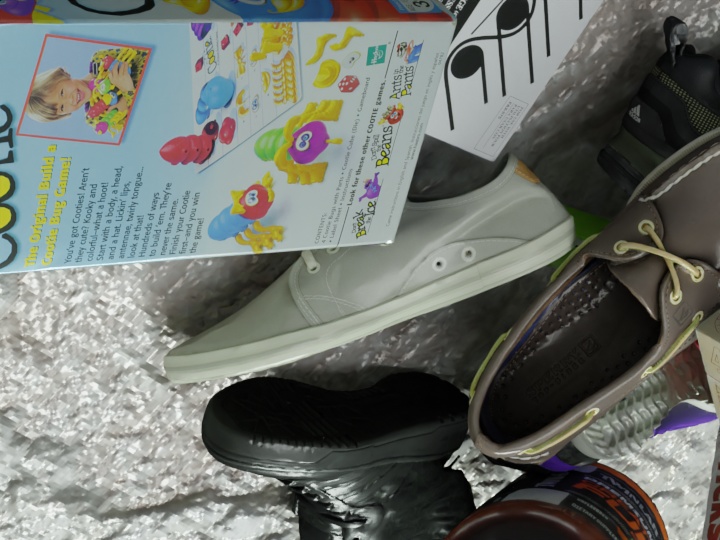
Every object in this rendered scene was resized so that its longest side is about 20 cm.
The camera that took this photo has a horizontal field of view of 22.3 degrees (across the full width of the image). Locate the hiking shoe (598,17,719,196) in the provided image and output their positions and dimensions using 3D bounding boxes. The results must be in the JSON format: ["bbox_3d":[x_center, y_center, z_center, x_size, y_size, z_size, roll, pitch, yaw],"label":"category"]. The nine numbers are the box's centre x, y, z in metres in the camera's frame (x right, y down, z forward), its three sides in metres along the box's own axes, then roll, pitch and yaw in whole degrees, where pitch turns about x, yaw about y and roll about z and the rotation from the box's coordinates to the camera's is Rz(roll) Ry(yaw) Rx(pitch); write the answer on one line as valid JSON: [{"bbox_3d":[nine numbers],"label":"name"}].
[{"bbox_3d":[0.219,-0.067,0.900,0.199,0.076,0.101,5,120,-30],"label":"hiking shoe"}]

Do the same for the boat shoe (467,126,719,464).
[{"bbox_3d":[0.124,0.011,0.828,0.200,0.072,0.060,-45,173,10],"label":"boat shoe"}]

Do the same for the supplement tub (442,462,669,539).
[{"bbox_3d":[0.104,0.157,0.953,0.107,0.107,0.200,-52,169,13],"label":"supplement tub"}]

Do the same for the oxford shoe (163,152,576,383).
[{"bbox_3d":[0.000,0.000,0.838,0.199,0.075,0.058,-23,96,0],"label":"oxford shoe"}]

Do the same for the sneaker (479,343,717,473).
[{"bbox_3d":[0.129,0.063,0.973,0.099,0.070,0.199,-24,172,38],"label":"sneaker"}]

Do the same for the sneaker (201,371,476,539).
[{"bbox_3d":[-0.008,0.107,0.912,0.199,0.060,0.105,-2,124,-44],"label":"sneaker"}]

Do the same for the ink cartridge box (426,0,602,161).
[{"bbox_3d":[0.072,-0.149,0.774,0.094,0.044,0.201,17,113,-43],"label":"ink cartridge box"}]

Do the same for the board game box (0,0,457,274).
[{"bbox_3d":[-0.083,-0.073,0.691,0.199,0.103,0.105,-5,127,-31],"label":"board game box"}]

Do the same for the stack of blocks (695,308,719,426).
[{"bbox_3d":[0.236,0.079,0.868,0.115,0.058,0.201,-36,129,-18],"label":"stack of blocks"}]

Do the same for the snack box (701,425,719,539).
[{"bbox_3d":[0.218,0.074,0.973,0.072,0.024,0.201,39,56,-42],"label":"snack box"}]

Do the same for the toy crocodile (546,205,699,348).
[{"bbox_3d":[0.179,0.014,0.919,0.199,0.068,0.062,15,114,-13],"label":"toy crocodile"}]
